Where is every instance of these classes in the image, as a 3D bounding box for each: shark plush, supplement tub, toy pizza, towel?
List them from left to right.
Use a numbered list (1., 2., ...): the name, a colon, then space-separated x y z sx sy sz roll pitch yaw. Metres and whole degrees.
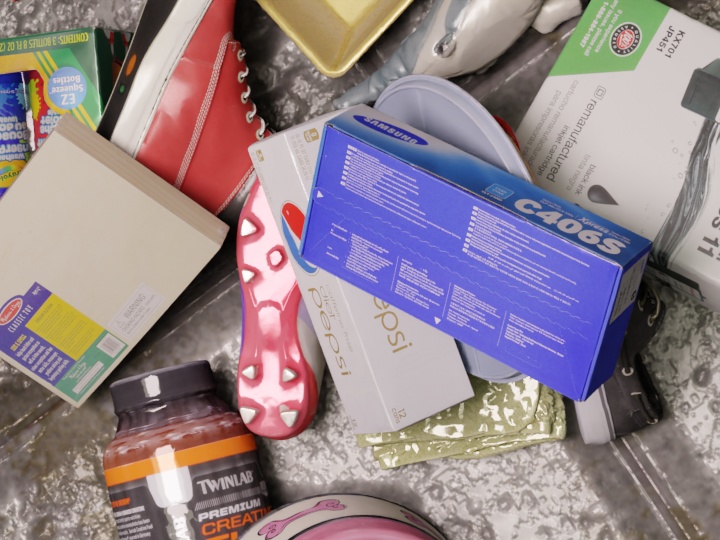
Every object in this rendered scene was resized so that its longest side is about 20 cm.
1. supplement tub: -0.113 0.165 1.395 0.107 0.107 0.201 -16 86 19
2. towel: 0.055 0.027 1.371 0.148 0.036 0.201 -9 88 20
3. shark plush: 0.067 -0.168 1.368 0.200 0.091 0.083 -49 50 28
4. toy pizza: 0.066 -0.027 1.279 0.200 0.032 0.201 40 141 42

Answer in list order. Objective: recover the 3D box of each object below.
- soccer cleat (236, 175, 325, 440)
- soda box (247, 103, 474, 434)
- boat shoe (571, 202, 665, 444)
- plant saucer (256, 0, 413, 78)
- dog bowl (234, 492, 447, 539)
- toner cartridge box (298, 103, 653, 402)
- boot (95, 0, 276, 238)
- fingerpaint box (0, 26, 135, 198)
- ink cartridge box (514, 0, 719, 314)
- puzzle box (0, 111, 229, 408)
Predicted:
1. soccer cleat: -0.048 0.014 1.385 0.066 0.076 0.201 5 92 9
2. soda box: 0.000 0.000 1.310 0.064 0.068 0.201 -22 94 -23
3. boat shoe: 0.156 0.032 1.274 0.066 0.070 0.200 -12 130 3
4. plant saucer: -0.008 -0.264 1.383 0.200 0.048 0.200 -45 76 15
5. dog bowl: -0.004 0.245 1.322 0.199 0.074 0.201 0 88 -17
6. toner cartridge box: 0.063 -0.012 1.191 0.200 0.043 0.095 28 124 22
7. boot: -0.083 -0.127 1.383 0.144 0.072 0.200 20 101 -21
8. fingerpaint box: -0.254 -0.076 1.458 0.199 0.073 0.167 -4 90 20
9. ink cartridge box: 0.207 -0.068 1.276 0.200 0.083 0.147 28 84 16
10. puzzle box: -0.194 -0.002 1.385 0.133 0.025 0.200 35 128 -12
